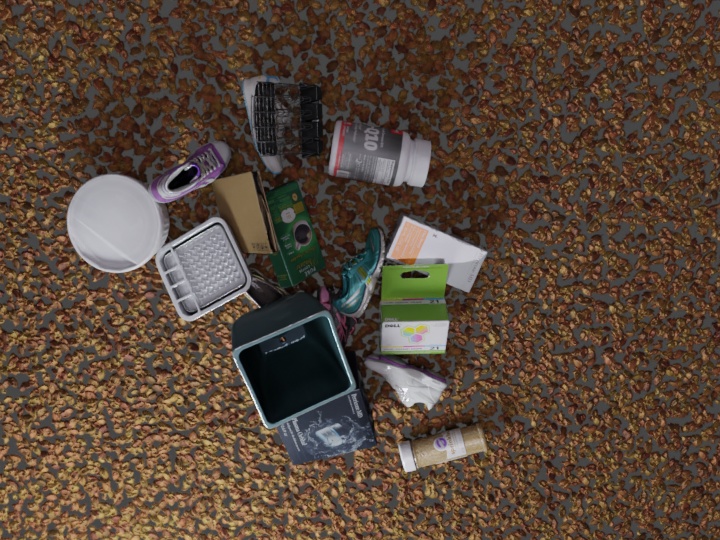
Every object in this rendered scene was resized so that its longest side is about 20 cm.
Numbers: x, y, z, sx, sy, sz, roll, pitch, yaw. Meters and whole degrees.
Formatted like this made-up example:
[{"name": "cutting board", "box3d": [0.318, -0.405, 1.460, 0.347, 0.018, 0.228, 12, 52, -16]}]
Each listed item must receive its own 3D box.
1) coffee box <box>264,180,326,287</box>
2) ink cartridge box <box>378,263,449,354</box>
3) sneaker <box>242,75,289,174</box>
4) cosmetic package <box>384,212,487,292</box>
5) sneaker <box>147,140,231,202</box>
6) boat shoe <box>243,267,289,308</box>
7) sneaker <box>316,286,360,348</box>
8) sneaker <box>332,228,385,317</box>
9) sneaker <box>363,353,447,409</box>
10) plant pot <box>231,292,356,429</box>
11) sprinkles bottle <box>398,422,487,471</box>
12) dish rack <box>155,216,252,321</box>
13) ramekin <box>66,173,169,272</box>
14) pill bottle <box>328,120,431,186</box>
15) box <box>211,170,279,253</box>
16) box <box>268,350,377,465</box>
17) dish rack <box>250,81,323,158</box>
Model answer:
[{"name": "coffee box", "box3d": [-0.151, -0.076, 1.318, 0.044, 0.123, 0.201, -9, 107, 37]}, {"name": "ink cartridge box", "box3d": [0.114, 0.085, 1.339, 0.147, 0.076, 0.201, -1, 133, -2]}, {"name": "sneaker", "box3d": [-0.184, -0.300, 1.292, 0.080, 0.077, 0.201, -12, 104, -1]}, {"name": "cosmetic package", "box3d": [0.160, -0.040, 1.359, 0.199, 0.071, 0.102, 22, 101, -7]}, {"name": "sneaker", "box3d": [-0.319, -0.202, 1.252, 0.201, 0.114, 0.073, -46, 112, -31]}, {"name": "boat shoe", "box3d": [-0.186, 0.071, 1.378, 0.200, 0.060, 0.072, 40, 97, -9]}, {"name": "sneaker", "box3d": [-0.043, 0.130, 1.395, 0.095, 0.079, 0.201, -7, 104, -13]}, {"name": "sneaker", "box3d": [0.000, 0.000, 1.340, 0.079, 0.077, 0.201, 21, 82, -12]}, {"name": "sneaker", "box3d": [0.094, 0.254, 1.417, 0.199, 0.075, 0.100, 23, 99, -6]}, {"name": "plant pot", "box3d": [-0.149, 0.153, 1.271, 0.195, 0.200, 0.197, -23, 118, -9]}, {"name": "sprinkles bottle", "box3d": [0.191, 0.411, 1.458, 0.199, 0.068, 0.069, -15, 102, 1]}, {"name": "dish rack", "box3d": [-0.327, -0.003, 1.335, 0.199, 0.044, 0.172, -27, 85, 20]}, {"name": "ramekin", "box3d": [-0.495, -0.101, 1.307, 0.201, 0.094, 0.204, 1, 99, 4]}, {"name": "pill bottle", "box3d": [0.039, -0.237, 1.291, 0.199, 0.114, 0.115, 9, 102, -4]}, {"name": "box", "box3d": [-0.239, -0.115, 1.279, 0.021, 0.200, 0.164, -20, 103, -33]}, {"name": "box", "box3d": [-0.082, 0.302, 1.369, 0.199, 0.118, 0.197, -14, 127, 2]}, {"name": "dish rack", "box3d": [-0.148, -0.297, 1.236, 0.054, 0.200, 0.154, 7, 104, 37]}]
